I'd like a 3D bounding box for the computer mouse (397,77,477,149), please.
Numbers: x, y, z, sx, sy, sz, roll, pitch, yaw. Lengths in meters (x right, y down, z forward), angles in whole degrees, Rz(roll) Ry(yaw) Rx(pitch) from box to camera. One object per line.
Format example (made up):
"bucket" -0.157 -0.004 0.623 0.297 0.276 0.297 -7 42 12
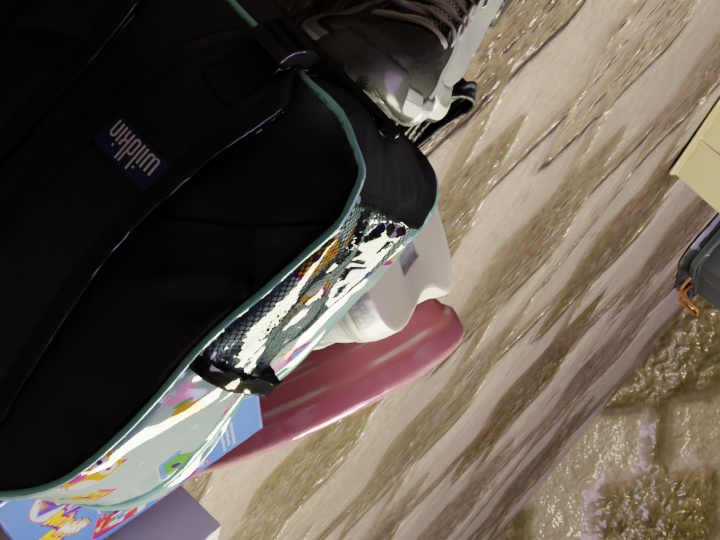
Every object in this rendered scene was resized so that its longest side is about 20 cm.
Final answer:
"computer mouse" 0.014 -0.071 1.321 0.141 0.046 0.200 -49 167 7

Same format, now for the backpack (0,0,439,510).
"backpack" -0.090 -0.016 0.853 0.200 0.176 0.153 -45 163 4

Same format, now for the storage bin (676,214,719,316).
"storage bin" 0.457 0.010 2.832 0.146 0.134 0.200 -47 166 -7

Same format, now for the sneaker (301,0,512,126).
"sneaker" 0.033 -0.136 1.172 0.116 0.075 0.200 -55 176 8

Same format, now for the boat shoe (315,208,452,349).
"boat shoe" 0.000 0.000 1.239 0.068 0.072 0.200 -15 -165 16

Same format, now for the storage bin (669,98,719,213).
"storage bin" 0.416 -0.160 2.291 0.200 0.094 0.199 -32 159 -51

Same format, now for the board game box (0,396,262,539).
"board game box" -0.112 0.071 1.093 0.134 0.045 0.200 -35 168 -10

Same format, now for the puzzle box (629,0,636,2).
"puzzle box" 0.247 -0.264 1.585 0.200 0.025 0.133 -37 162 -44

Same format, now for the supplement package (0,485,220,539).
"supplement package" -0.160 0.169 1.278 0.117 0.117 0.200 -40 164 -24

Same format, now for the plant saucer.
"plant saucer" -0.042 0.053 1.331 0.199 0.051 0.201 -23 -173 3
